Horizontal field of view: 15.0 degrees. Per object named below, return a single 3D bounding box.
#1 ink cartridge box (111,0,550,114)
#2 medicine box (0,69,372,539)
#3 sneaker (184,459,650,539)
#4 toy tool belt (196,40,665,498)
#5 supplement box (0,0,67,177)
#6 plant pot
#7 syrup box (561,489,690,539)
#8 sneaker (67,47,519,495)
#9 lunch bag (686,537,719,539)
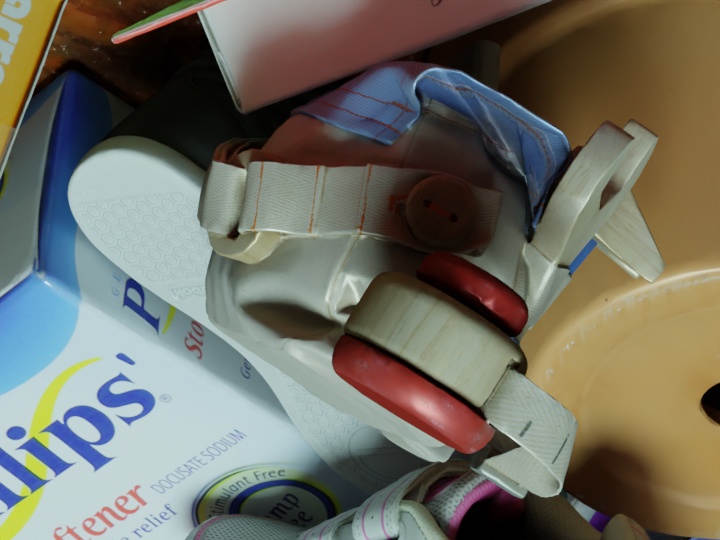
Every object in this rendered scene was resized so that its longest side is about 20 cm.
[{"bbox_3d":[0.047,-0.095,0.778,0.200,0.174,0.044,-20,100,17],"label":"ink cartridge box"},{"bbox_3d":[-0.093,0.054,0.995,0.200,0.103,0.182,33,129,-31],"label":"medicine box"},{"bbox_3d":[0.024,0.099,0.890,0.200,0.081,0.088,9,111,32],"label":"sneaker"},{"bbox_3d":[0.024,-0.018,0.771,0.125,0.123,0.200,33,175,-11],"label":"toy tool belt"},{"bbox_3d":[-0.161,-0.043,0.804,0.073,0.126,0.200,23,171,-21],"label":"supplement box"},{"bbox_3d":[0.118,-0.008,0.897,0.200,0.140,0.200,1,137,1],"label":"plant pot"},{"bbox_3d":[0.155,0.085,1.024,0.200,0.079,0.081,10,134,-18],"label":"syrup box"},{"bbox_3d":[0.000,0.000,0.923,0.200,0.099,0.071,42,134,-15],"label":"sneaker"},{"bbox_3d":[0.149,0.173,0.953,0.200,0.127,0.170,-44,136,-11],"label":"lunch bag"}]
